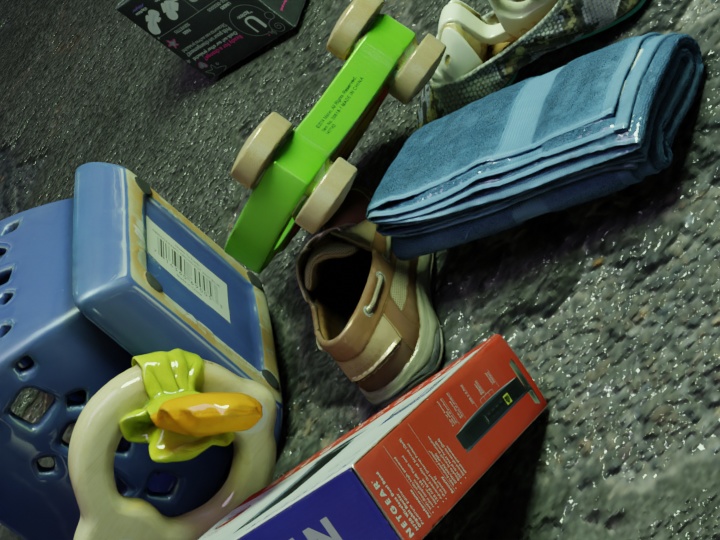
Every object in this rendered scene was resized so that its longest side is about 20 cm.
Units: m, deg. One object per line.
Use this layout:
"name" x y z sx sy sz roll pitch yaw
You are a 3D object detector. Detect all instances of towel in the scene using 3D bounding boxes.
"towel" 0.098 -0.075 1.026 0.200 0.049 0.112 -20 31 41

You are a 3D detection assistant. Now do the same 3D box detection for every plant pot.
"plant pot" -0.167 0.059 1.171 0.180 0.200 0.200 -39 29 17

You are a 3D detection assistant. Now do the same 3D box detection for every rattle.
"rattle" -0.109 0.156 1.032 0.143 0.130 0.200 26 90 52

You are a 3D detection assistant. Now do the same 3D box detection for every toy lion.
"toy lion" -0.029 -0.072 1.149 0.200 0.069 0.192 -56 0 -37

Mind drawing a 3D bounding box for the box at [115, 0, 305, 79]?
"box" -0.106 -0.290 1.556 0.132 0.115 0.200 -24 38 46

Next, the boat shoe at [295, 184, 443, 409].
"boat shoe" 0.000 0.000 1.099 0.076 0.072 0.200 -45 28 17

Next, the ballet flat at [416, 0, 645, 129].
"ballet flat" 0.091 -0.156 1.138 0.200 0.072 0.072 -31 35 38

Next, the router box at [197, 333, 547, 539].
"router box" -0.019 0.127 0.915 0.200 0.049 0.179 -36 -1 31
